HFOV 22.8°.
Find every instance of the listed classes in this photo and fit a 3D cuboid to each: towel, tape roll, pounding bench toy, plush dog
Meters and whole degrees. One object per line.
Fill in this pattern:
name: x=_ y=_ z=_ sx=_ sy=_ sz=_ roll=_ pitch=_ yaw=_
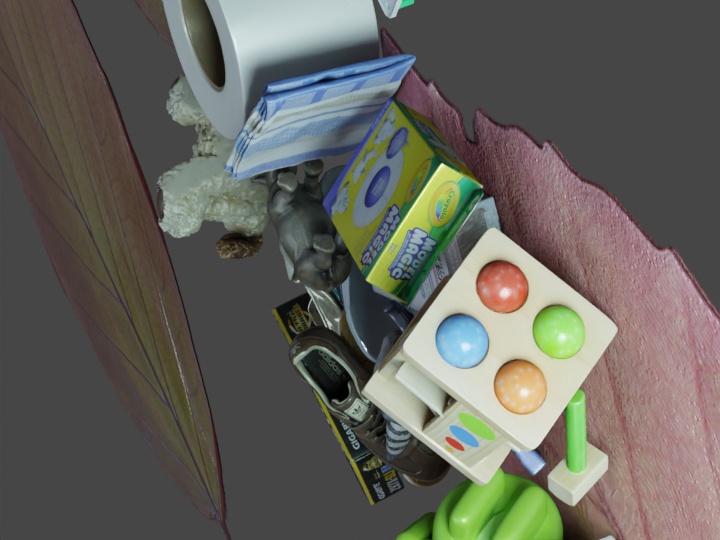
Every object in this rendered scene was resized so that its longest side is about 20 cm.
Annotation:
towel: x=-0.038 y=-0.135 z=1.599 sx=0.200 sy=0.146 sz=0.024 roll=129 pitch=124 yaw=-68
tape roll: x=-0.086 y=-0.236 z=1.644 sx=0.203 sy=0.138 sz=0.203 roll=57 pitch=159 yaw=37
pounding bench toy: x=0.128 y=0.089 z=1.379 sx=0.200 sy=0.124 sz=0.156 roll=38 pitch=158 yaw=0
plush dog: x=-0.134 y=-0.110 z=1.985 sx=0.172 sy=0.159 sz=0.201 roll=76 pitch=-164 yaw=-67

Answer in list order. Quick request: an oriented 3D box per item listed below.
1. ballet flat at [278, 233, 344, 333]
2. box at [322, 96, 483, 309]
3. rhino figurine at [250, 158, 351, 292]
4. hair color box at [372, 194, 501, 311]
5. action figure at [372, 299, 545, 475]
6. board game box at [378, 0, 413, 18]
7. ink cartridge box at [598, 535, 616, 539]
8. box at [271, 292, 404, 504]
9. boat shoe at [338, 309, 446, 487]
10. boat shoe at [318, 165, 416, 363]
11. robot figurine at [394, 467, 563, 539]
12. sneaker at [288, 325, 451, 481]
ballet flat: x=-0.047 y=0.010 z=1.898 sx=0.062 sy=0.067 sz=0.201 roll=-50 pitch=57 yaw=33
box: x=0.034 y=-0.056 z=1.473 sx=0.118 sy=0.048 sz=0.200 roll=-57 pitch=25 yaw=12
rhino figurine: x=-0.060 y=-0.063 z=1.714 sx=0.088 sy=0.059 sz=0.201 roll=99 pitch=151 yaw=-47
hair color box: x=0.061 y=-0.021 z=1.572 sx=0.200 sy=0.060 sz=0.100 roll=23 pitch=131 yaw=67
action figure: x=0.068 y=0.134 z=1.611 sx=0.200 sy=0.105 sz=0.194 roll=47 pitch=174 yaw=15
board game box: x=0.012 y=-0.335 z=1.435 sx=0.201 sy=0.026 sz=0.200 roll=65 pitch=162 yaw=14
ink cartridge box: x=0.222 y=0.334 z=1.441 sx=0.200 sy=0.083 sz=0.146 roll=48 pitch=152 yaw=49
box: x=-0.023 y=0.141 z=1.956 sx=0.201 sy=0.049 sz=0.160 roll=62 pitch=175 yaw=24
boat shoe: x=0.024 y=0.128 z=1.827 sx=0.201 sy=0.070 sz=0.069 roll=68 pitch=162 yaw=1
boat shoe: x=0.000 y=0.000 z=1.773 sx=0.091 sy=0.070 sz=0.202 roll=141 pitch=116 yaw=-72
robot figurine: x=0.122 y=0.259 z=1.594 sx=0.175 sy=0.116 sz=0.201 roll=25 pitch=147 yaw=20
sneaker: x=0.003 y=0.140 z=1.747 sx=0.200 sy=0.071 sz=0.076 roll=42 pitch=-163 yaw=3
